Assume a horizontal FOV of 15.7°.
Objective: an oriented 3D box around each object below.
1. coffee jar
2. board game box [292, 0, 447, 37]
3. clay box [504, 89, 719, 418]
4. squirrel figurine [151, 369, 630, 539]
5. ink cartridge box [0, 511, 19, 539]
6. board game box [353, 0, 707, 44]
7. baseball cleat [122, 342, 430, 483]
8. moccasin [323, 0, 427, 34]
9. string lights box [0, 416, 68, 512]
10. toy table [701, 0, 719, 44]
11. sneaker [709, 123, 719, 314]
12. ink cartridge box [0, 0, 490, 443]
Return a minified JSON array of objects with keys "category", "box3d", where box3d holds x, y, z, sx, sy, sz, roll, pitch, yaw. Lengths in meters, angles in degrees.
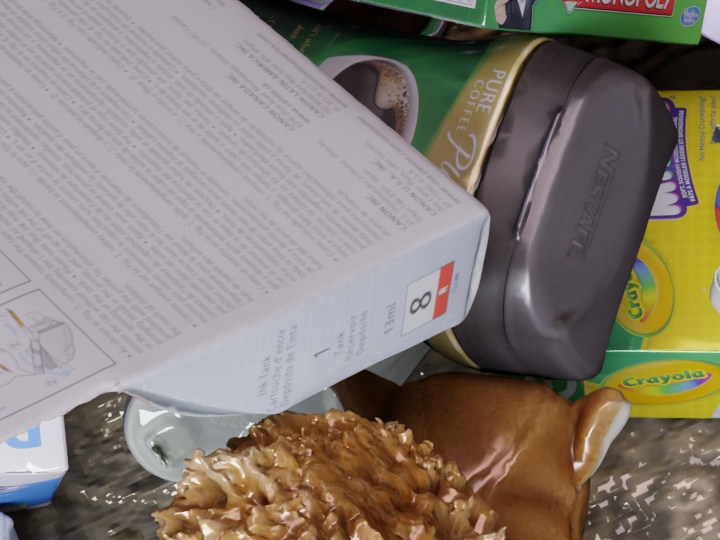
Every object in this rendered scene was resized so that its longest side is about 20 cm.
[{"category":"coffee jar","box3d":[-0.004,-0.033,0.832,0.200,0.085,0.104,14,77,25]},{"category":"board game box","box3d":[-0.090,-0.141,1.048,0.200,0.026,0.200,-19,55,-5]},{"category":"clay box","box3d":[0.151,-0.007,0.910,0.200,0.048,0.115,0,55,7]},{"category":"squirrel figurine","box3d":[0.021,0.108,0.753,0.141,0.200,0.187,7,69,20]},{"category":"ink cartridge box","box3d":[-0.169,0.186,0.794,0.145,0.084,0.200,-7,54,1]},{"category":"board game box","box3d":[-0.002,-0.109,0.870,0.200,0.135,0.029,16,102,34]},{"category":"baseball cleat","box3d":[0.000,0.000,0.923,0.200,0.070,0.106,-33,22,0]},{"category":"moccasin","box3d":[-0.062,-0.055,0.946,0.201,0.078,0.074,-35,15,-8]},{"category":"string lights box","box3d":[-0.146,0.047,0.809,0.103,0.200,0.059,-5,83,-9]},{"category":"toy table","box3d":[0.122,-0.170,0.938,0.200,0.117,0.184,31,24,6]},{"category":"sneaker","box3d":[0.186,-0.038,0.848,0.130,0.080,0.199,30,73,14]},{"category":"ink cartridge box","box3d":[-0.089,-0.010,0.718,0.200,0.050,0.162,-27,53,-32]}]
